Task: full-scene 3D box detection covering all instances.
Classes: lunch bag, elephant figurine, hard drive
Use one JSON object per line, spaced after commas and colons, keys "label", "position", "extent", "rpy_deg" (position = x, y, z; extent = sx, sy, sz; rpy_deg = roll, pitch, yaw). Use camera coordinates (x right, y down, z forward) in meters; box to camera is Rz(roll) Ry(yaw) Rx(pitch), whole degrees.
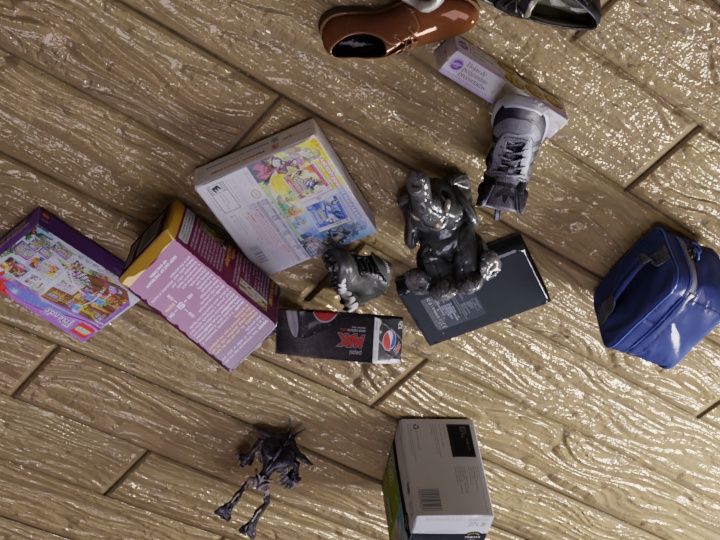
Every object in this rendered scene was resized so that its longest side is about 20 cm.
{"label": "lunch bag", "position": [0.439, 0.036, 1.898], "extent": [0.132, 0.136, 0.200], "rpy_deg": [18, 129, -24]}
{"label": "elephant figurine", "position": [0.110, -0.072, 1.761], "extent": [0.141, 0.155, 0.201], "rpy_deg": [-29, 112, -26]}
{"label": "hard drive", "position": [0.170, 0.031, 1.929], "extent": [0.199, 0.033, 0.140], "rpy_deg": [-21, 133, 13]}

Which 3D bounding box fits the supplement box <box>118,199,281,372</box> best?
{"label": "supplement box", "position": [-0.213, 0.019, 1.747], "extent": [0.200, 0.131, 0.103], "rpy_deg": [41, 104, -15]}

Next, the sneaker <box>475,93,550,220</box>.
{"label": "sneaker", "position": [0.196, -0.139, 1.667], "extent": [0.075, 0.114, 0.200], "rpy_deg": [11, 158, 4]}

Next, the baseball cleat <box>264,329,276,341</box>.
{"label": "baseball cleat", "position": [-0.196, 0.047, 1.880], "extent": [0.106, 0.070, 0.200], "rpy_deg": [-36, 138, 16]}

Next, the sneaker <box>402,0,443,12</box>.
{"label": "sneaker", "position": [0.030, -0.367, 1.467], "extent": [0.200, 0.088, 0.081], "rpy_deg": [30, 125, -15]}

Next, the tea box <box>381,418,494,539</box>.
{"label": "tea box", "position": [0.124, 0.384, 2.152], "extent": [0.133, 0.200, 0.197], "rpy_deg": [1, 134, -10]}

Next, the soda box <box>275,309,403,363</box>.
{"label": "soda box", "position": [-0.033, 0.093, 1.857], "extent": [0.200, 0.071, 0.063], "rpy_deg": [2, 178, 43]}

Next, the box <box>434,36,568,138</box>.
{"label": "box", "position": [0.183, -0.235, 1.662], "extent": [0.200, 0.042, 0.039], "rpy_deg": [27, 127, -29]}

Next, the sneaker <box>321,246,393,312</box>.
{"label": "sneaker", "position": [0.000, 0.000, 1.825], "extent": [0.090, 0.067, 0.200], "rpy_deg": [-22, 162, -1]}

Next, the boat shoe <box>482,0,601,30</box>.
{"label": "boat shoe", "position": [0.201, -0.335, 1.548], "extent": [0.200, 0.066, 0.072], "rpy_deg": [11, 135, -17]}

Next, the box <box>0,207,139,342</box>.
{"label": "box", "position": [-0.420, 0.009, 1.820], "extent": [0.137, 0.039, 0.200], "rpy_deg": [-34, 129, 23]}

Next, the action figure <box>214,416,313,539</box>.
{"label": "action figure", "position": [-0.158, 0.334, 2.136], "extent": [0.119, 0.102, 0.200], "rpy_deg": [34, 84, -2]}

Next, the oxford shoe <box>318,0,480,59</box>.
{"label": "oxford shoe", "position": [0.051, -0.288, 1.572], "extent": [0.199, 0.071, 0.071], "rpy_deg": [-11, 133, 1]}

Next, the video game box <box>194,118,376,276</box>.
{"label": "video game box", "position": [-0.100, -0.095, 1.758], "extent": [0.182, 0.047, 0.200], "rpy_deg": [-20, 134, 15]}
